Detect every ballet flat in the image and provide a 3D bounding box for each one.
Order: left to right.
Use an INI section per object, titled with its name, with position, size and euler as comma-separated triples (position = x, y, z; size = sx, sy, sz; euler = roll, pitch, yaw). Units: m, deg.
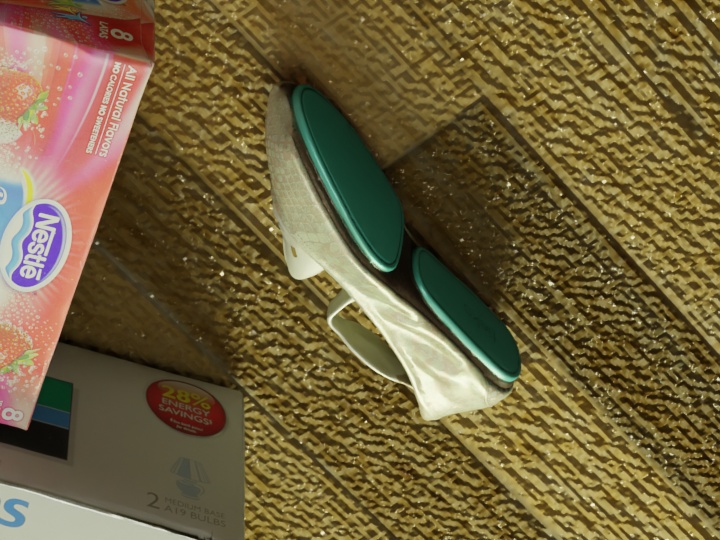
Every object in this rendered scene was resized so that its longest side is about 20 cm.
[ballet flat]
position = 0.000, 0.000, 1.341
size = 0.062, 0.067, 0.200
euler = -25, 121, 24

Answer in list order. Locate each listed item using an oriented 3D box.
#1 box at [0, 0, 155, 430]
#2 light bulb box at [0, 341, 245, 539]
[box]
position = -0.164, -0.042, 1.285
size = 0.103, 0.095, 0.200
euler = 15, 121, -14
[light bulb box]
position = -0.177, 0.142, 1.385
size = 0.198, 0.125, 0.200
euler = 16, 121, -13
